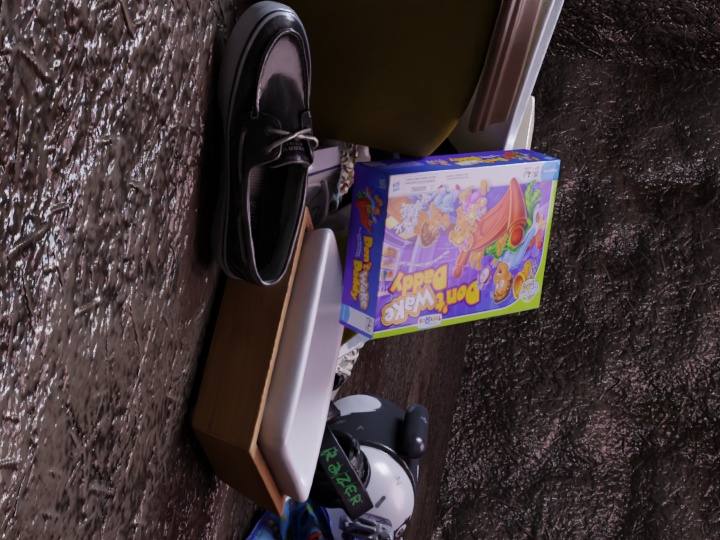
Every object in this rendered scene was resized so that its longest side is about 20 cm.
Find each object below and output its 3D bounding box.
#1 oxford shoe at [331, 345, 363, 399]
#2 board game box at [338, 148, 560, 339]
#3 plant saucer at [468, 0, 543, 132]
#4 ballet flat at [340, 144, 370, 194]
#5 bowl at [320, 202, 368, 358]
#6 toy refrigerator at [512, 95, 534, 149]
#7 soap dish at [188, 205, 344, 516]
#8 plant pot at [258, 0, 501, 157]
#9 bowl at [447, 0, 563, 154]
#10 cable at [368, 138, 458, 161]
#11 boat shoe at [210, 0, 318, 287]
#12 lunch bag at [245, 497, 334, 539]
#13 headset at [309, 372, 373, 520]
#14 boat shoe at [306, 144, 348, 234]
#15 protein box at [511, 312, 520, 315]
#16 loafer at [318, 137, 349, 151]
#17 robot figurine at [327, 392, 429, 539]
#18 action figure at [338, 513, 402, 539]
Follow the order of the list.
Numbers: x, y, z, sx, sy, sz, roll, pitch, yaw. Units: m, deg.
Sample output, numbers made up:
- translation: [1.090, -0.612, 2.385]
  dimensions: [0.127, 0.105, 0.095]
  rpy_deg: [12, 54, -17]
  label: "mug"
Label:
- translation: [-0.027, 0.083, 1.464]
  dimensions: [0.075, 0.057, 0.203]
  rpy_deg: [56, 44, -82]
  label: "oxford shoe"
- translation: [0.077, -0.026, 1.188]
  dimensions: [0.198, 0.045, 0.136]
  rpy_deg: [-9, 112, -40]
  label: "board game box"
- translation: [0.120, -0.198, 1.060]
  dimensions: [0.200, 0.029, 0.203]
  rpy_deg: [16, 90, -87]
  label: "plant saucer"
- translation: [0.001, -0.162, 1.409]
  dimensions: [0.076, 0.063, 0.203]
  rpy_deg: [42, 57, -81]
  label: "ballet flat"
- translation: [0.000, 0.000, 1.331]
  dimensions: [0.108, 0.199, 0.200]
  rpy_deg: [55, 7, 6]
  label: "bowl"
- translation: [0.079, -0.144, 1.483]
  dimensions: [0.070, 0.197, 0.077]
  rpy_deg: [76, 23, -66]
  label: "toy refrigerator"
- translation: [-0.069, 0.072, 1.116]
  dimensions: [0.158, 0.080, 0.202]
  rpy_deg: [78, 22, -64]
  label: "soap dish"
- translation: [0.023, -0.210, 1.150]
  dimensions: [0.196, 0.192, 0.202]
  rpy_deg: [-70, 170, -54]
  label: "plant pot"
- translation: [0.131, -0.197, 1.312]
  dimensions: [0.200, 0.074, 0.202]
  rpy_deg: [-52, 160, -75]
  label: "bowl"
- translation: [0.071, -0.096, 1.302]
  dimensions: [0.051, 0.162, 0.201]
  rpy_deg: [-45, -137, 27]
  label: "cable"
- translation: [-0.059, -0.086, 1.007]
  dimensions: [0.071, 0.071, 0.203]
  rpy_deg: [-6, 110, -35]
  label: "boat shoe"
- translation: [-0.071, 0.301, 1.348]
  dimensions: [0.200, 0.093, 0.153]
  rpy_deg: [-99, -166, -79]
  label: "lunch bag"
- translation: [-0.029, 0.150, 1.315]
  dimensions: [0.124, 0.093, 0.200]
  rpy_deg: [61, -9, -20]
  label: "headset"
- translation: [-0.048, -0.055, 1.156]
  dimensions: [0.202, 0.074, 0.087]
  rpy_deg: [-50, 133, -86]
  label: "boat shoe"
- translation: [0.119, -0.056, 1.807]
  dimensions: [0.201, 0.196, 0.137]
  rpy_deg: [78, 22, -64]
  label: "protein box"
- translation: [-0.001, -0.207, 1.339]
  dimensions: [0.070, 0.069, 0.203]
  rpy_deg: [61, 38, -75]
  label: "loafer"
- translation: [0.003, 0.213, 1.507]
  dimensions: [0.200, 0.123, 0.152]
  rpy_deg: [-79, 176, -66]
  label: "robot figurine"
- translation: [0.005, 0.288, 1.315]
  dimensions: [0.200, 0.068, 0.132]
  rpy_deg: [-144, -113, -80]
  label: "action figure"
